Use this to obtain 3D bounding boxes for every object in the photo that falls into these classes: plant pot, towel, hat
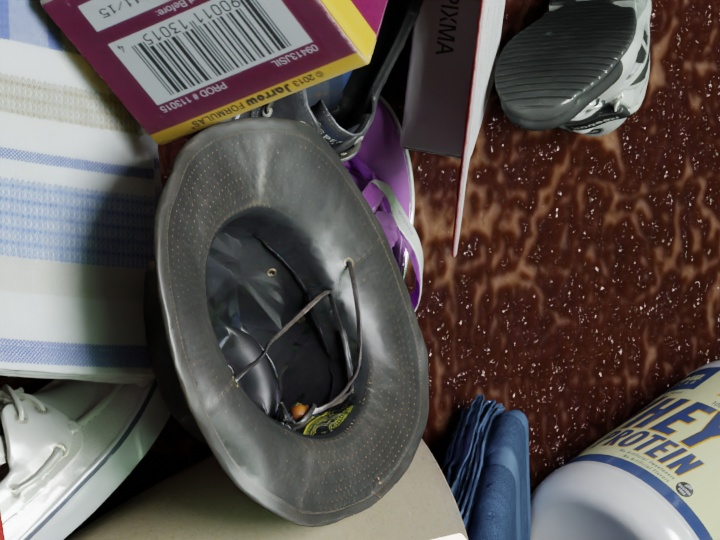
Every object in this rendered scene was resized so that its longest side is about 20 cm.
[{"bbox_3d":[-0.070,0.173,1.367,0.199,0.187,0.188,-10,100,-26],"label":"plant pot"},{"bbox_3d":[-0.143,-0.045,1.295,0.147,0.024,0.201,5,81,-57],"label":"towel"},{"bbox_3d":[0.063,0.153,1.483,0.200,0.048,0.112,-67,155,-71],"label":"towel"},{"bbox_3d":[-0.055,0.029,1.317,0.200,0.081,0.201,17,68,-46],"label":"hat"}]

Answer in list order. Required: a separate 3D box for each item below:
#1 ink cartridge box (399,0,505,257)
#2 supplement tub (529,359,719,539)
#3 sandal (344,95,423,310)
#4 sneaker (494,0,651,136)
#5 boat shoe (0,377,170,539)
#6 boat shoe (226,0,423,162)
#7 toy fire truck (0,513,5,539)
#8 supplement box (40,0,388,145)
[{"bbox_3d":[0.050,-0.139,1.413,0.176,0.045,0.200,-74,172,-49],"label":"ink cartridge box"},{"bbox_3d":[0.209,0.141,1.614,0.200,0.145,0.145,-32,113,-36],"label":"supplement tub"},{"bbox_3d":[0.006,0.000,1.489,0.082,0.050,0.204,0,93,-41],"label":"sandal"},{"bbox_3d":[0.131,-0.108,1.545,0.200,0.074,0.089,-53,140,-56],"label":"sneaker"},{"bbox_3d":[-0.168,0.091,1.334,0.200,0.071,0.070,-47,120,-23],"label":"boat shoe"},{"bbox_3d":[-0.018,-0.090,1.404,0.070,0.066,0.200,17,109,-36],"label":"boat shoe"},{"bbox_3d":[-0.220,0.036,1.215,0.112,0.168,0.201,-14,102,-40],"label":"toy fire truck"},{"bbox_3d":[-0.054,-0.177,1.324,0.103,0.131,0.200,51,34,-30],"label":"supplement box"}]
